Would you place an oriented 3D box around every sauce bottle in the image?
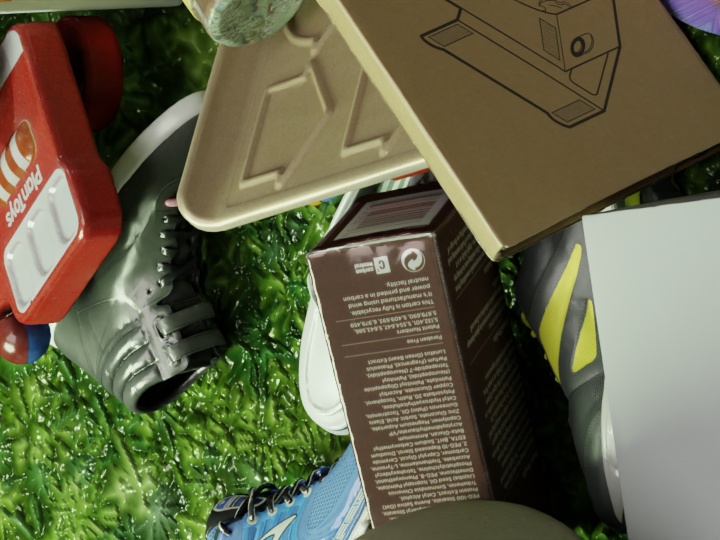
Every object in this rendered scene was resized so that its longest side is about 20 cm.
[{"bbox_3d":[-0.103,-0.207,1.580,0.200,0.065,0.065,53,125,27],"label":"sauce bottle"}]

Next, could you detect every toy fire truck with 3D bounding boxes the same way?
[{"bbox_3d":[-0.197,-0.042,1.666,0.200,0.112,0.169,-50,51,49],"label":"toy fire truck"}]

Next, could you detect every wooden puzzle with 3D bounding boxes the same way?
[{"bbox_3d":[0.010,-0.110,1.537,0.199,0.046,0.186,-12,52,36],"label":"wooden puzzle"}]

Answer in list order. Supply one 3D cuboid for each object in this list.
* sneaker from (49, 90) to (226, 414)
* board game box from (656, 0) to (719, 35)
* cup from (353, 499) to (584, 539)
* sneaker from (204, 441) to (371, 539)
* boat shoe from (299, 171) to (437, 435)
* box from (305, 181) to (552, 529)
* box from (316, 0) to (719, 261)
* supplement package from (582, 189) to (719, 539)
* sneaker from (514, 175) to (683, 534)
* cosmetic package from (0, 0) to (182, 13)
[{"bbox_3d":[-0.103,-0.003,1.677,0.099,0.071,0.200,45,126,22],"label":"sneaker"},{"bbox_3d":[0.176,-0.213,1.434,0.158,0.039,0.201,33,115,31],"label":"board game box"},{"bbox_3d":[0.055,0.189,1.415,0.199,0.143,0.201,6,115,13],"label":"cup"},{"bbox_3d":[-0.038,0.142,1.614,0.089,0.079,0.200,39,108,11],"label":"sneaker"},{"bbox_3d":[0.000,0.000,1.590,0.073,0.067,0.201,33,116,31],"label":"boat shoe"},{"bbox_3d":[0.038,0.064,1.511,0.075,0.100,0.201,-10,104,18],"label":"box"},{"bbox_3d":[0.074,-0.118,1.449,0.200,0.163,0.021,56,149,13],"label":"box"},{"bbox_3d":[0.208,0.058,1.402,0.155,0.111,0.201,-7,91,39],"label":"supplement package"},{"bbox_3d":[0.123,0.032,1.501,0.084,0.074,0.201,-7,83,45],"label":"sneaker"},{"bbox_3d":[-0.189,-0.191,1.631,0.071,0.200,0.102,5,99,39],"label":"cosmetic package"}]
